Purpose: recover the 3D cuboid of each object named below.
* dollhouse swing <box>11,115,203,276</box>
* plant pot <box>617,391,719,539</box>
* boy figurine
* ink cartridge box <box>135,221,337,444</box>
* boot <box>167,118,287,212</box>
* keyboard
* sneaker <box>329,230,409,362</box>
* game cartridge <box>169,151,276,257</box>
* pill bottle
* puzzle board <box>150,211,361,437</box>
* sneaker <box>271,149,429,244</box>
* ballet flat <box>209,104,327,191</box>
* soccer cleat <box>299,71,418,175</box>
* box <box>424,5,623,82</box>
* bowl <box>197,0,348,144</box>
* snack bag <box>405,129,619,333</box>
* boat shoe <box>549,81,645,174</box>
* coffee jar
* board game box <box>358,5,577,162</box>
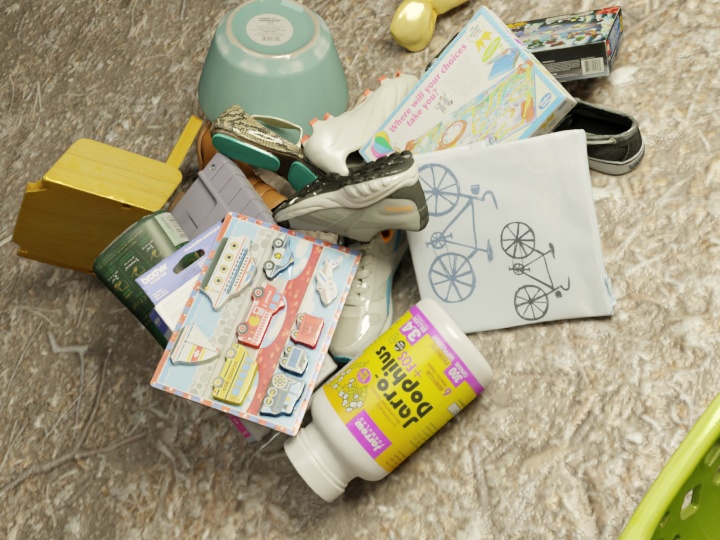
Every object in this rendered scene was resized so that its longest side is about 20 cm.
[{"bbox_3d":[-0.310,-0.115,1.014,0.200,0.179,0.178,-39,41,53],"label":"dollhouse swing"},{"bbox_3d":[0.317,0.190,0.550,0.200,0.182,0.199,-49,52,-7],"label":"plant pot"},{"bbox_3d":[0.109,-0.370,1.054,0.123,0.064,0.202,24,76,35],"label":"boy figurine"},{"bbox_3d":[-0.129,0.062,0.846,0.119,0.042,0.201,-39,92,-30],"label":"ink cartridge box"},{"bbox_3d":[-0.149,-0.114,1.028,0.154,0.077,0.202,20,75,36],"label":"boot"},{"bbox_3d":[-0.021,0.120,0.843,0.199,0.056,0.011,-41,66,0],"label":"keyboard"},{"bbox_3d":[0.000,0.000,0.884,0.075,0.081,0.203,2,63,29],"label":"sneaker"},{"bbox_3d":[-0.191,-0.024,0.978,0.200,0.038,0.130,-47,60,17],"label":"game cartridge"},{"bbox_3d":[0.024,0.127,0.784,0.200,0.104,0.104,-41,52,0],"label":"pill bottle"},{"bbox_3d":[-0.098,0.045,0.804,0.149,0.017,0.202,17,63,6],"label":"puzzle board"},{"bbox_3d":[-0.015,-0.058,0.829,0.198,0.080,0.074,-7,27,45],"label":"sneaker"},{"bbox_3d":[-0.080,-0.135,0.967,0.198,0.068,0.076,31,63,-2],"label":"ballet flat"},{"bbox_3d":[0.014,-0.167,0.964,0.078,0.069,0.199,46,54,8],"label":"soccer cleat"},{"bbox_3d":[0.185,-0.245,0.918,0.197,0.040,0.137,-2,29,26],"label":"box"},{"bbox_3d":[-0.108,-0.264,1.028,0.197,0.106,0.203,3,55,-4],"label":"bowl"},{"bbox_3d":[0.139,-0.036,0.804,0.197,0.021,0.192,-9,101,23],"label":"snack bag"},{"bbox_3d":[0.204,-0.158,0.879,0.198,0.068,0.074,28,77,36],"label":"boat shoe"},{"bbox_3d":[-0.195,0.041,0.906,0.104,0.085,0.201,-38,90,6],"label":"coffee jar"},{"bbox_3d":[0.104,-0.146,0.841,0.200,0.034,0.135,-46,66,24],"label":"board game box"}]
